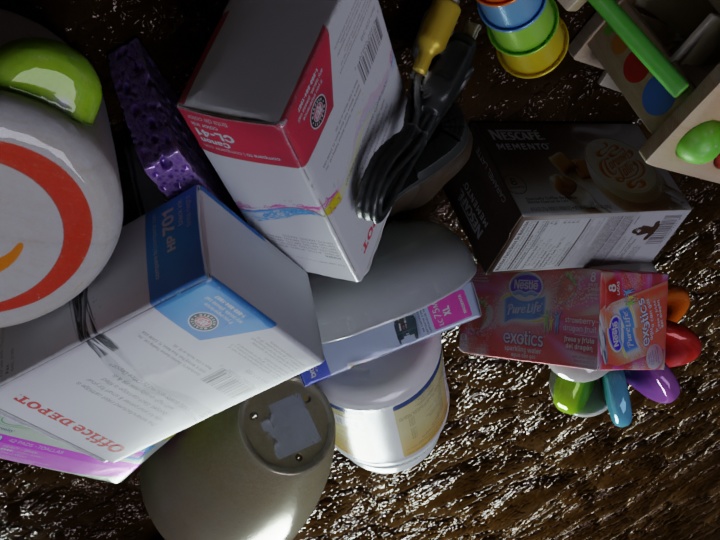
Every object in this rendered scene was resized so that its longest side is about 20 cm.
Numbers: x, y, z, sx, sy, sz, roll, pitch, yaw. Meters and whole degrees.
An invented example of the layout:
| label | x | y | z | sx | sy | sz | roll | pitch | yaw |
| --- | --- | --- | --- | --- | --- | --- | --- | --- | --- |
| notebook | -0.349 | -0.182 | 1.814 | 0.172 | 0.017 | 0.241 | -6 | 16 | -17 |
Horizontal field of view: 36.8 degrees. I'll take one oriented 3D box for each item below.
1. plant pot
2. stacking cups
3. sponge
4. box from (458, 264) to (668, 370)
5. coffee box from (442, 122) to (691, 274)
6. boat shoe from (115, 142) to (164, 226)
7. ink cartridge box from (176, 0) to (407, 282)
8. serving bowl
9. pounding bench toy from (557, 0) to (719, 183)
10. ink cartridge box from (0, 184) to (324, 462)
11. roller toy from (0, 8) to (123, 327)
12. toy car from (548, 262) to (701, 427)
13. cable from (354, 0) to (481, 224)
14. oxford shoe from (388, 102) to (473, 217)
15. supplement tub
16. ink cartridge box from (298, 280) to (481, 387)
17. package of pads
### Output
| label | x | y | z | sx | sy | sz | roll | pitch | yaw |
| --- | --- | --- | --- | --- | --- | --- | --- | --- | --- |
| plant pot | -0.099 | 0.172 | 1.034 | 0.185 | 0.190 | 0.200 | -6 | 160 | -26 |
| stacking cups | 0.100 | -0.205 | 0.775 | 0.060 | 0.061 | 0.200 | -32 | 156 | 12 |
| sponge | -0.119 | -0.067 | 0.804 | 0.030 | 0.112 | 0.200 | -27 | 147 | 3 |
| box | 0.200 | 0.045 | 1.090 | 0.102 | 0.096 | 0.199 | 2 | 180 | -34 |
| coffee box | 0.189 | -0.070 | 1.002 | 0.198 | 0.115 | 0.080 | -3 | 142 | -28 |
| boat shoe | -0.178 | -0.002 | 0.856 | 0.067 | 0.072 | 0.202 | -13 | 124 | -11 |
| ink cartridge box | -0.034 | -0.106 | 0.765 | 0.085 | 0.149 | 0.201 | 12 | 154 | 20 |
| serving bowl | 0.000 | 0.000 | 0.957 | 0.198 | 0.067 | 0.200 | -19 | -170 | 4 |
| pounding bench toy | 0.253 | -0.168 | 0.867 | 0.198 | 0.157 | 0.124 | 7 | 136 | -39 |
| ink cartridge box | -0.149 | 0.046 | 0.775 | 0.198 | 0.087 | 0.146 | -25 | 143 | 19 |
| roller toy | -0.251 | -0.067 | 0.692 | 0.197 | 0.141 | 0.184 | -16 | 136 | -7 |
| toy car | 0.303 | 0.089 | 1.228 | 0.201 | 0.149 | 0.176 | -53 | 154 | -16 |
| cable | 0.036 | -0.117 | 0.801 | 0.201 | 0.050 | 0.097 | -61 | 168 | -18 |
| oxford shoe | 0.012 | -0.064 | 0.935 | 0.198 | 0.073 | 0.084 | -27 | 156 | 9 |
| supplement tub | 0.018 | 0.114 | 1.116 | 0.143 | 0.145 | 0.201 | -21 | 147 | -5 |
| ink cartridge box | 0.001 | 0.052 | 0.974 | 0.198 | 0.042 | 0.119 | -19 | -171 | -5 |
| package of pads | -0.239 | 0.106 | 0.943 | 0.154 | 0.069 | 0.199 | -41 | 142 | 20 |
